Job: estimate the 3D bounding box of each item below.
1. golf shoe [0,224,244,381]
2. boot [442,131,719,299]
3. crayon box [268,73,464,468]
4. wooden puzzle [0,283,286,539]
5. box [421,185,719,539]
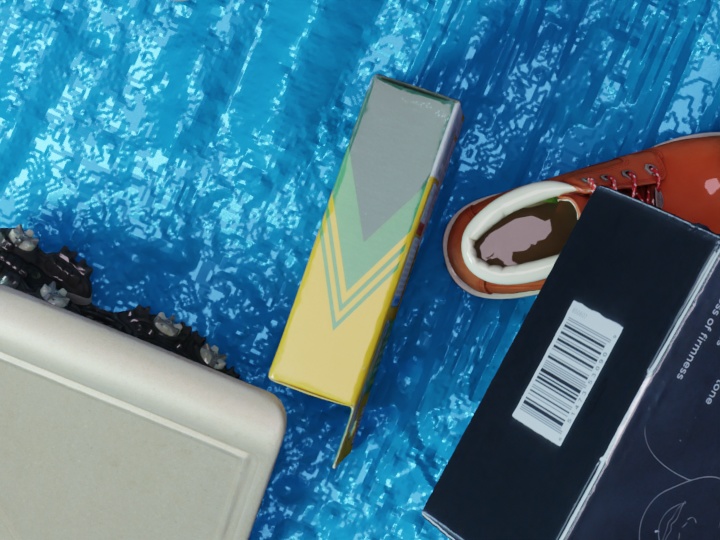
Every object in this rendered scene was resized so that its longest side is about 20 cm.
[{"bbox_3d":[-0.143,0.059,1.482,0.200,0.077,0.088,35,117,0],"label":"golf shoe"},{"bbox_3d":[0.143,-0.028,1.442,0.199,0.107,0.075,-16,86,0],"label":"boot"},{"bbox_3d":[0.000,0.000,1.437,0.051,0.126,0.201,18,90,3],"label":"crayon box"},{"bbox_3d":[-0.146,0.114,1.456,0.184,0.037,0.201,22,124,3],"label":"wooden puzzle"},{"bbox_3d":[0.174,0.094,1.388,0.196,0.124,0.201,28,91,-32],"label":"box"}]
